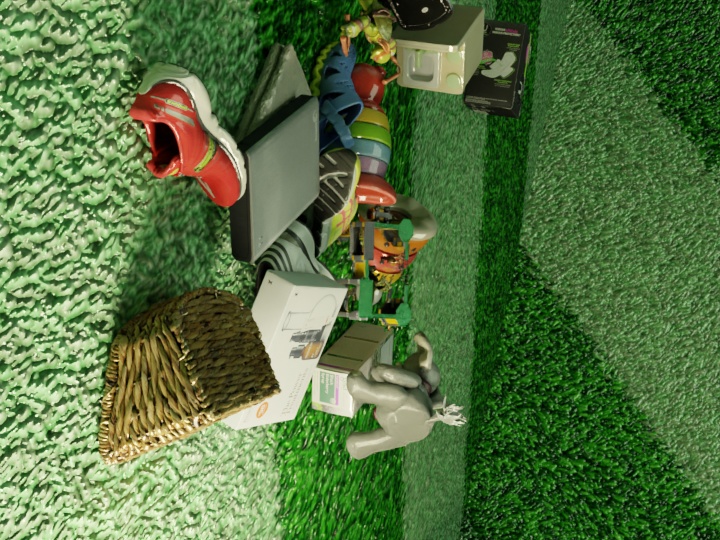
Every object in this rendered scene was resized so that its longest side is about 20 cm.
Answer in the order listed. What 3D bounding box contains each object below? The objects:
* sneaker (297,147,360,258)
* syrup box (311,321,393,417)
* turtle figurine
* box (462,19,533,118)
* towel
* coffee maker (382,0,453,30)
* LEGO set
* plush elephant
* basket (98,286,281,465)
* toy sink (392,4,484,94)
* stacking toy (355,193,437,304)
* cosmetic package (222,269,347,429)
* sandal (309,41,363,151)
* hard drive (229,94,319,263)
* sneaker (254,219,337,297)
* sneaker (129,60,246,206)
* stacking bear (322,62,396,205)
[{"bbox_3d":[-0.037,-0.106,1.377,0.090,0.078,0.201,-35,164,-37],"label":"sneaker"},{"bbox_3d":[-0.011,0.165,1.689,0.200,0.080,0.080,-41,137,-61],"label":"syrup box"},{"bbox_3d":[0.013,-0.365,1.418,0.199,0.064,0.164,3,69,-62],"label":"turtle figurine"},{"bbox_3d":[0.332,-0.483,2.372,0.148,0.122,0.204,1,100,-73],"label":"box"},{"bbox_3d":[-0.114,-0.175,1.254,0.133,0.034,0.203,67,38,-59],"label":"towel"},{"bbox_3d":[0.109,-0.527,1.614,0.194,0.132,0.202,81,25,-45],"label":"coffee maker"},{"bbox_3d":[0.000,0.000,1.559,0.152,0.115,0.204,-8,97,-46],"label":"LEGO set"},{"bbox_3d":[0.071,0.191,1.596,0.156,0.196,0.167,-83,167,-57],"label":"plush elephant"},{"bbox_3d":[-0.202,0.108,1.078,0.145,0.147,0.200,67,17,5],"label":"basket"},{"bbox_3d":[0.138,-0.395,1.786,0.201,0.128,0.114,-59,153,-52],"label":"toy sink"},{"bbox_3d":[0.041,-0.023,1.727,0.146,0.144,0.203,-48,159,-60],"label":"stacking toy"},{"bbox_3d":[-0.104,0.103,1.298,0.150,0.051,0.203,5,109,-62],"label":"cosmetic package"},{"bbox_3d":[-0.033,-0.236,1.397,0.080,0.085,0.203,63,38,-60],"label":"sandal"},{"bbox_3d":[-0.103,-0.118,1.217,0.200,0.032,0.142,-53,148,-55],"label":"hard drive"},{"bbox_3d":[-0.098,0.027,1.381,0.116,0.075,0.202,-61,148,-27],"label":"sneaker"},{"bbox_3d":[-0.184,-0.124,1.021,0.086,0.076,0.201,-60,149,-23],"label":"sneaker"},{"bbox_3d":[-0.004,-0.211,1.483,0.114,0.119,0.204,50,42,-77],"label":"stacking bear"}]
